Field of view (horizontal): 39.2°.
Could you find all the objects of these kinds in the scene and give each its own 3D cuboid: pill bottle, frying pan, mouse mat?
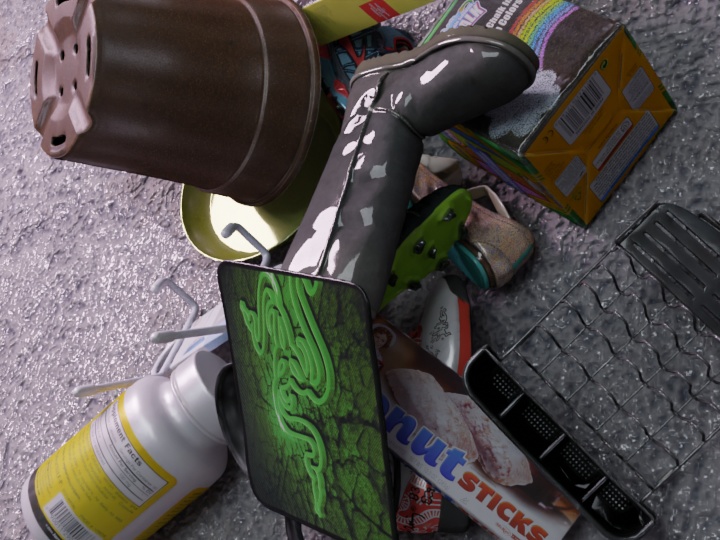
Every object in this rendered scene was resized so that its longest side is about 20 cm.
[{"bbox_3d":[-0.186,0.162,0.875,0.200,0.111,0.111,-40,49,11],"label":"pill bottle"},{"bbox_3d":[-0.054,0.153,0.769,0.190,0.031,0.115,57,143,12],"label":"frying pan"},{"bbox_3d":[-0.039,0.095,0.705,0.161,0.008,0.200,9,111,46],"label":"mouse mat"}]

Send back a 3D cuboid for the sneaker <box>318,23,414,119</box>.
[{"bbox_3d":[0.011,-0.187,0.943,0.095,0.079,0.200,-38,50,11],"label":"sneaker"}]

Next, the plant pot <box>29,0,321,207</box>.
[{"bbox_3d":[-0.171,-0.163,0.895,0.200,0.198,0.201,-4,85,52],"label":"plant pot"}]

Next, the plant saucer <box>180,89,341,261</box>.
[{"bbox_3d":[-0.094,-0.094,1.000,0.200,0.031,0.200,-17,57,28],"label":"plant saucer"}]

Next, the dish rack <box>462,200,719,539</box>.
[{"bbox_3d":[0.186,0.056,0.661,0.200,0.055,0.153,-45,75,3],"label":"dish rack"}]

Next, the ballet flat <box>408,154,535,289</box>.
[{"bbox_3d":[0.071,-0.056,0.847,0.067,0.068,0.200,-37,52,-11],"label":"ballet flat"}]

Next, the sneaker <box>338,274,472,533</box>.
[{"bbox_3d":[0.028,0.093,0.758,0.108,0.067,0.202,2,66,0],"label":"sneaker"}]

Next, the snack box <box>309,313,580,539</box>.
[{"bbox_3d":[0.063,0.115,0.702,0.200,0.024,0.072,37,76,12],"label":"snack box"}]

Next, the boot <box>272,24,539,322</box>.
[{"bbox_3d":[0.026,-0.062,0.702,0.182,0.073,0.200,-9,52,50],"label":"boot"}]

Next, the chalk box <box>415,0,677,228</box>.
[{"bbox_3d":[0.123,-0.147,0.811,0.125,0.124,0.200,-52,47,2],"label":"chalk box"}]

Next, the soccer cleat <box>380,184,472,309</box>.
[{"bbox_3d":[0.000,0.000,0.771,0.200,0.068,0.081,-46,59,0],"label":"soccer cleat"}]

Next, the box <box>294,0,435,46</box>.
[{"bbox_3d":[0.018,-0.255,0.873,0.200,0.050,0.075,-5,56,53],"label":"box"}]

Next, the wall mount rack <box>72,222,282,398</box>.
[{"bbox_3d":[-0.158,0.048,0.894,0.200,0.075,0.174,-34,22,35],"label":"wall mount rack"}]
